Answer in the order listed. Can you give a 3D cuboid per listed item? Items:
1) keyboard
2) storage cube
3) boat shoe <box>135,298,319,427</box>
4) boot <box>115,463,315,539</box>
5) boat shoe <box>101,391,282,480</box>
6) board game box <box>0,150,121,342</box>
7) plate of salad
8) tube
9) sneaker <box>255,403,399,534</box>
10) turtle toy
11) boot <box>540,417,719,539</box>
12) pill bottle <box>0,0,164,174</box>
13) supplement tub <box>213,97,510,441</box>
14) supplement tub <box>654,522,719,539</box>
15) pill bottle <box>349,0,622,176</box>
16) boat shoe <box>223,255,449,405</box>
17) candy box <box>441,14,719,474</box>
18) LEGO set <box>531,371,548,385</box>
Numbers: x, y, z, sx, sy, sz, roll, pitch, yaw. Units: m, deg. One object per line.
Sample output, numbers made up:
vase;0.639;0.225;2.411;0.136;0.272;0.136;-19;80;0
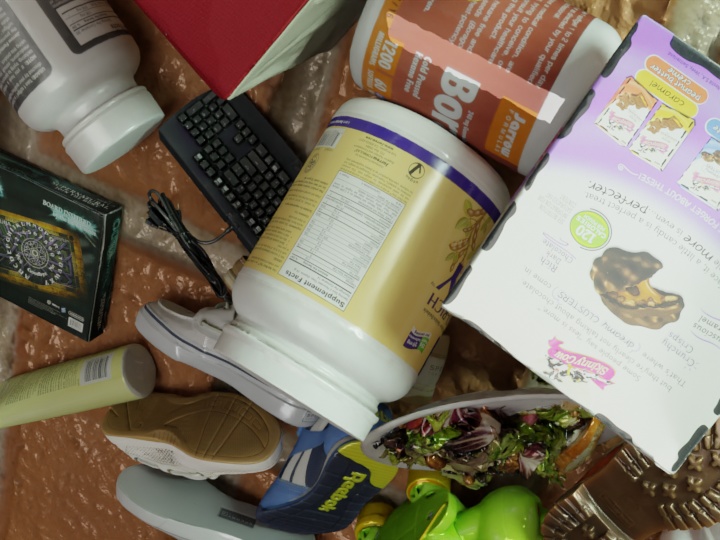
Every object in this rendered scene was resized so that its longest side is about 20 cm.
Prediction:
keyboard;-0.093;-0.043;0.848;0.127;0.021;0.200;-40;78;-1
storage cube;-0.061;-0.252;0.711;0.180;0.171;0.200;48;122;-1
boat shoe;-0.103;0.059;0.921;0.198;0.073;0.067;26;97;24
boot;-0.142;0.258;1.011;0.198;0.074;0.096;21;119;8
boat shoe;-0.143;0.156;0.982;0.198;0.071;0.070;5;136;35
board game box;-0.316;-0.034;1.003;0.198;0.028;0.137;25;119;15
plate of salad;0.099;0.129;0.786;0.198;0.199;0.049;-18;64;29
tube;-0.286;0.113;1.032;0.198;0.058;0.053;-14;79;24
sneaker;-0.027;0.166;0.929;0.073;0.083;0.200;19;138;-24
turtle toy;0.068;0.236;0.882;0.101;0.146;0.200;33;124;-17
boot;0.217;0.135;0.765;0.075;0.107;0.200;52;138;6
pill bottle;-0.246;-0.182;0.862;0.110;0.111;0.201;-33;95;31
supplement tub;0.000;0.000;0.754;0.144;0.145;0.201;29;82;11
supplement tub;0.260;0.262;0.788;0.144;0.144;0.201;32;120;10
pill bottle;0.101;-0.131;0.719;0.199;0.112;0.113;29;120;12
boat shoe;-0.017;0.032;0.874;0.199;0.074;0.070;29;97;13
candy box;0.171;-0.016;0.629;0.167;0.072;0.201;36;106;5
LEGO set;0.193;0.034;0.740;0.198;0.116;0.155;19;118;17
